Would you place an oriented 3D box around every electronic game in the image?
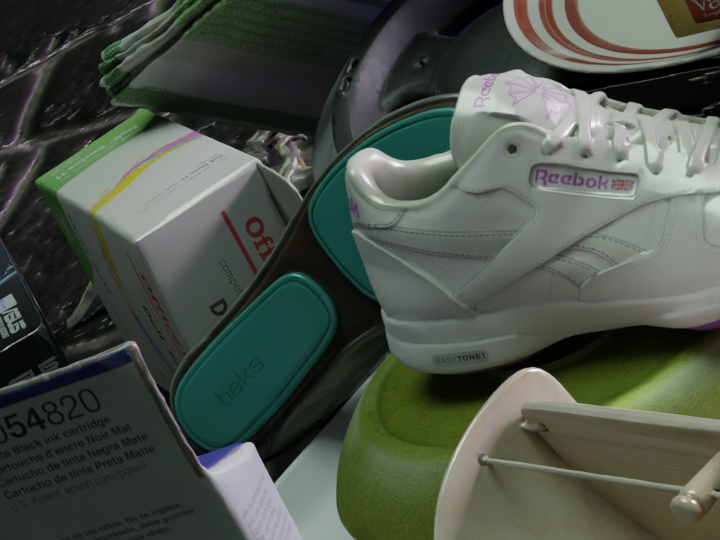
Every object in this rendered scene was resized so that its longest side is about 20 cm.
[{"bbox_3d":[0.068,-0.080,1.080,0.200,0.042,0.200,-23,40,20],"label":"electronic game"}]

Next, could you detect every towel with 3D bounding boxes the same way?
[{"bbox_3d":[-0.007,-0.130,1.175,0.200,0.031,0.149,-36,-26,31],"label":"towel"}]

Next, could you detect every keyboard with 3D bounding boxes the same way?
[{"bbox_3d":[0.156,-0.062,0.940,0.200,0.040,0.104,-11,6,19],"label":"keyboard"}]

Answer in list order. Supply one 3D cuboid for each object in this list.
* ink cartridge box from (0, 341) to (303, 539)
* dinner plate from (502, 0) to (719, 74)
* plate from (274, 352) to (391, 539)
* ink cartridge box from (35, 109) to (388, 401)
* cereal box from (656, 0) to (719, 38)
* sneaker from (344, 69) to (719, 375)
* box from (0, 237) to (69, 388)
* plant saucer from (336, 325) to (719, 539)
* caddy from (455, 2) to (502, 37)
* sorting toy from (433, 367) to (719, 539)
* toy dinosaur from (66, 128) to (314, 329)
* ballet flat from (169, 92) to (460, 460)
[{"bbox_3d":[-0.101,0.123,0.793,0.199,0.200,0.041,-18,23,21],"label":"ink cartridge box"},{"bbox_3d":[0.149,-0.132,1.005,0.200,0.024,0.200,-21,31,13],"label":"dinner plate"},{"bbox_3d":[0.059,0.070,0.960,0.199,0.032,0.200,-9,27,40],"label":"plate"},{"bbox_3d":[-0.065,0.006,1.139,0.067,0.117,0.200,-33,21,-13],"label":"ink cartridge box"},{"bbox_3d":[0.193,-0.169,0.959,0.144,0.040,0.200,-11,35,31],"label":"cereal box"},{"bbox_3d":[0.084,-0.027,0.888,0.200,0.100,0.075,-16,21,23],"label":"sneaker"},{"bbox_3d":[-0.234,0.057,1.330,0.160,0.044,0.200,-30,21,-5],"label":"box"},{"bbox_3d":[0.076,0.033,0.940,0.200,0.031,0.200,-23,21,9],"label":"plant saucer"},{"bbox_3d":[0.103,-0.085,1.166,0.200,0.105,0.141,-16,22,28],"label":"caddy"},{"bbox_3d":[0.083,0.127,0.720,0.180,0.107,0.200,-47,28,-26],"label":"sorting toy"},{"bbox_3d":[-0.066,-0.037,1.351,0.200,0.047,0.088,-23,27,20],"label":"toy dinosaur"},{"bbox_3d":[0.000,0.000,1.011,0.200,0.067,0.064,-46,-15,28],"label":"ballet flat"}]
